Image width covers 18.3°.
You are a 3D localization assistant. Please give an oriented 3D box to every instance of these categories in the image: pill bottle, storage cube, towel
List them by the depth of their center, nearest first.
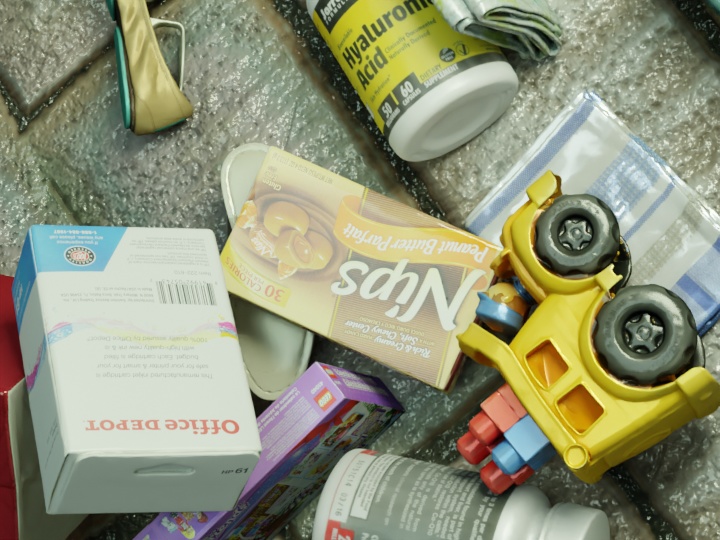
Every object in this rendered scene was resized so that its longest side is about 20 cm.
[{"bbox_3d":[0.074,0.204,1.644,0.199,0.114,0.115,10,86,21],"label":"pill bottle"},{"bbox_3d":[0.069,-0.252,1.676,0.048,0.171,0.201,-37,73,18],"label":"towel"},{"bbox_3d":[0.188,-0.022,1.681,0.147,0.024,0.200,-47,71,10],"label":"towel"},{"bbox_3d":[0.026,-0.193,1.716,0.111,0.111,0.201,-36,72,12],"label":"pill bottle"},{"bbox_3d":[-0.301,0.112,1.734,0.179,0.200,0.172,11,117,21],"label":"storage cube"}]

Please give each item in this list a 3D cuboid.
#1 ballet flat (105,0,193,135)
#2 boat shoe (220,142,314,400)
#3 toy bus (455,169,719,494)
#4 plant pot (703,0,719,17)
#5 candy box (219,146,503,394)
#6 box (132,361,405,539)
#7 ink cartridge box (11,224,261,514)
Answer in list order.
[{"bbox_3d":[-0.179,-0.208,1.829,0.063,0.069,0.201,-10,81,-10],"label":"ballet flat"},{"bbox_3d":[-0.072,0.003,1.754,0.071,0.060,0.201,-9,81,3],"label":"boat shoe"},{"bbox_3d":[0.137,0.059,1.597,0.192,0.136,0.200,-37,74,4],"label":"toy bus"},{"bbox_3d":[0.316,-0.218,1.600,0.141,0.141,0.200,-42,78,11],"label":"plant pot"},{"bbox_3d":[0.000,0.000,1.687,0.199,0.055,0.116,24,87,9],"label":"candy box"},{"bbox_3d":[-0.068,0.154,1.691,0.200,0.137,0.039,-44,71,9],"label":"box"},{"bbox_3d":[-0.164,0.071,1.604,0.085,0.144,0.201,116,147,-46],"label":"ink cartridge box"}]
